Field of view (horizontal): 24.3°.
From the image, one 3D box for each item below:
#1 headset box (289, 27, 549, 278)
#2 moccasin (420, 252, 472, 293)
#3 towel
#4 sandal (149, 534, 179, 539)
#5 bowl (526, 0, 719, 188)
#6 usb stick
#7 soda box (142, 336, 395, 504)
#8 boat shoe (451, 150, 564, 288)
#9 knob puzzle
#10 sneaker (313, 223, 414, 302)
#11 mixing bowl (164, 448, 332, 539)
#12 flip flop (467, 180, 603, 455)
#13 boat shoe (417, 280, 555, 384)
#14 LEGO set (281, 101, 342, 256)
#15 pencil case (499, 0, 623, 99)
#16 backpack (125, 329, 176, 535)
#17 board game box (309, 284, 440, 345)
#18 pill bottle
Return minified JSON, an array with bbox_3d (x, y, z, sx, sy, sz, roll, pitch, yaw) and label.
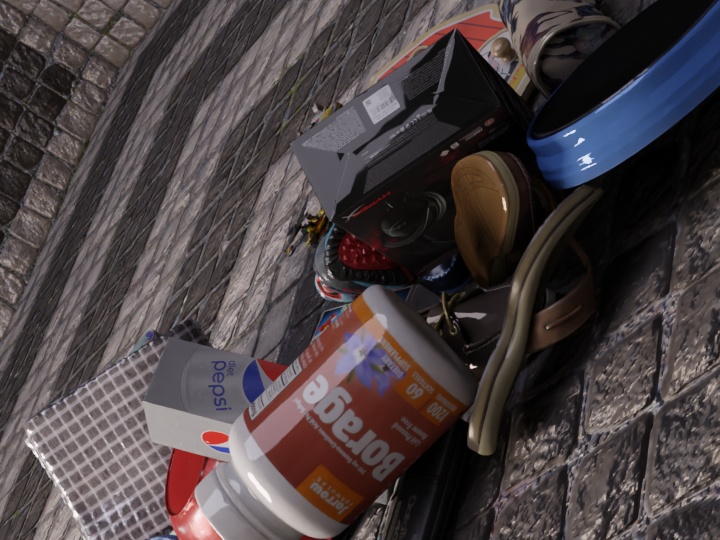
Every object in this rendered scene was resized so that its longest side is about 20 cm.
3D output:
[{"bbox_3d":[0.061,-0.079,1.255,0.148,0.200,0.078,-33,65,12],"label":"headset box"},{"bbox_3d":[0.059,-0.079,1.404,0.080,0.068,0.201,-17,58,27],"label":"moccasin"},{"bbox_3d":[-0.198,0.163,1.551,0.199,0.166,0.086,-33,-1,1],"label":"towel"},{"bbox_3d":[-0.151,0.289,1.459,0.080,0.087,0.200,-58,19,2],"label":"sandal"},{"bbox_3d":[0.195,-0.137,1.143,0.200,0.039,0.201,-40,10,9],"label":"bowl"},{"bbox_3d":[0.037,0.193,1.176,0.055,0.033,0.201,-25,38,50],"label":"usb stick"},{"bbox_3d":[-0.064,0.116,1.296,0.068,0.199,0.064,90,-164,-55],"label":"soda box"},{"bbox_3d":[0.112,-0.043,1.201,0.072,0.072,0.200,-25,-19,-7],"label":"boat shoe"},{"bbox_3d":[0.070,-0.165,1.517,0.219,0.030,0.221,-26,45,29],"label":"knob puzzle"},{"bbox_3d":[0.000,0.000,1.437,0.095,0.079,0.200,-43,-7,19],"label":"sneaker"},{"bbox_3d":[-0.096,0.172,1.393,0.200,0.108,0.201,-51,30,45],"label":"mixing bowl"},{"bbox_3d":[0.126,0.036,1.135,0.081,0.057,0.201,2,-72,-77],"label":"flip flop"},{"bbox_3d":[0.072,0.049,1.258,0.200,0.059,0.072,-32,32,57],"label":"boat shoe"},{"bbox_3d":[-0.003,-0.103,1.614,0.154,0.115,0.201,-32,33,56],"label":"LEGO set"},{"bbox_3d":[0.167,-0.195,1.357,0.200,0.089,0.078,-100,15,-65],"label":"pencil case"},{"bbox_3d":[-0.195,0.168,1.693,0.178,0.150,0.200,-54,23,14],"label":"backpack"},{"bbox_3d":[-0.004,0.085,1.457,0.200,0.034,0.127,-18,46,65],"label":"board game box"},{"bbox_3d":[-0.020,0.116,1.188,0.200,0.112,0.112,-45,19,7],"label":"pill bottle"}]
